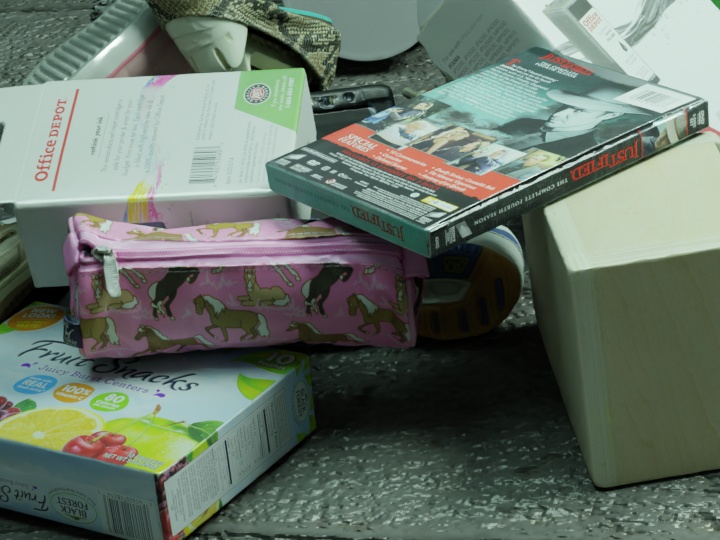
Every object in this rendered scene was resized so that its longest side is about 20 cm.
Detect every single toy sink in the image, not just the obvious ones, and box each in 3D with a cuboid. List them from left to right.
[{"bbox_3d":[0.157,0.006,1.355,0.112,0.130,0.200,-10,25,-2],"label":"toy sink"}]

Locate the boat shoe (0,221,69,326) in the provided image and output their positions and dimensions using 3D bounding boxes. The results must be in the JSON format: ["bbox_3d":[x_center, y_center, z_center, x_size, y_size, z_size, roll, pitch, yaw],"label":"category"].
[{"bbox_3d":[-0.219,0.000,1.497,0.064,0.071,0.200,35,55,10],"label":"boat shoe"}]

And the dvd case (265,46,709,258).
[{"bbox_3d":[0.069,-0.069,1.364,0.200,0.022,0.146,-27,31,-30],"label":"dvd case"}]

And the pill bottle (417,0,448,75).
[{"bbox_3d":[0.148,-0.181,1.697,0.200,0.114,0.114,-4,21,-31],"label":"pill bottle"}]

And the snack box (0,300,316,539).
[{"bbox_3d":[-0.145,0.081,1.382,0.200,0.053,0.142,10,29,32],"label":"snack box"}]

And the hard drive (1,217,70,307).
[{"bbox_3d":[-0.189,-0.007,1.606,0.200,0.026,0.132,-16,27,-14],"label":"hard drive"}]

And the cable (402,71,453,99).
[{"bbox_3d":[0.103,-0.093,1.657,0.097,0.050,0.200,-17,25,-32],"label":"cable"}]

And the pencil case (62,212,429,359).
[{"bbox_3d":[-0.061,0.006,1.364,0.200,0.083,0.087,-1,19,3],"label":"pencil case"}]

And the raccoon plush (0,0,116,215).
[{"bbox_3d":[-0.176,-0.131,1.710,0.097,0.134,0.200,1,21,23],"label":"raccoon plush"}]

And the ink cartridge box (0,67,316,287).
[{"bbox_3d":[-0.130,-0.053,1.451,0.200,0.067,0.117,-2,42,8],"label":"ink cartridge box"}]

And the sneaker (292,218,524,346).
[{"bbox_3d":[0.000,0.000,1.496,0.200,0.075,0.088,7,21,10],"label":"sneaker"}]

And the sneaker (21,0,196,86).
[{"bbox_3d":[-0.139,-0.125,1.645,0.075,0.105,0.200,-12,26,37],"label":"sneaker"}]

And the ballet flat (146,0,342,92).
[{"bbox_3d":[-0.076,-0.150,1.627,0.068,0.075,0.200,-7,-16,32],"label":"ballet flat"}]

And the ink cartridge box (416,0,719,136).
[{"bbox_3d":[0.157,-0.121,1.537,0.200,0.083,0.147,48,48,7],"label":"ink cartridge box"}]

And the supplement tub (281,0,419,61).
[{"bbox_3d":[0.015,-0.254,1.907,0.145,0.146,0.200,-3,26,11],"label":"supplement tub"}]

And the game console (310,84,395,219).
[{"bbox_3d":[-0.070,-0.051,1.625,0.200,0.117,0.176,-8,-5,-27],"label":"game console"}]

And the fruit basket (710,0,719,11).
[{"bbox_3d":[0.289,-0.223,1.642,0.216,0.216,0.155,-29,32,-35],"label":"fruit basket"}]
